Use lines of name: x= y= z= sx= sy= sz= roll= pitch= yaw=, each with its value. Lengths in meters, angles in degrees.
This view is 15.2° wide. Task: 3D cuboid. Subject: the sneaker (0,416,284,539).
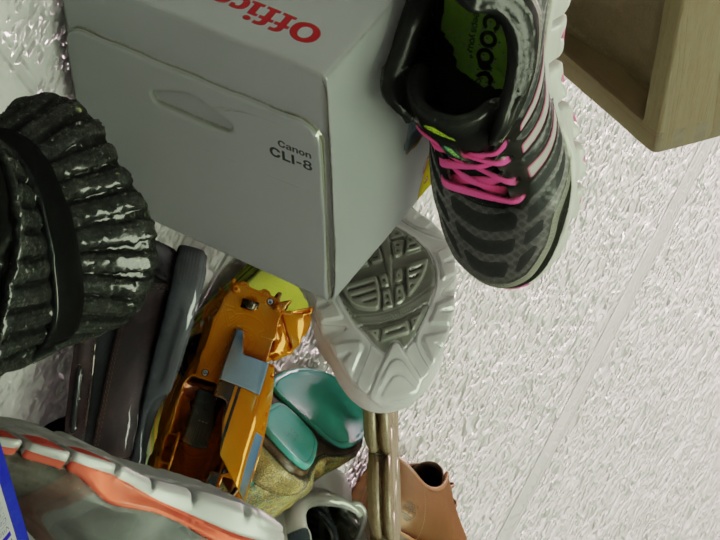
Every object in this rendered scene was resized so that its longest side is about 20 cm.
sneaker: x=-0.128 y=0.120 z=1.211 sx=0.199 sy=0.077 sz=0.082 roll=21 pitch=89 yaw=-25

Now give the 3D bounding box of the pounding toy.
pounding toy: x=0.188 y=-0.211 z=1.612 sx=0.142 sy=0.200 sz=0.185 roll=-15 pitch=130 yaw=-28

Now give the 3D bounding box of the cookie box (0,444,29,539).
cookie box: x=-0.207 y=0.070 z=0.973 sx=0.075 sy=0.171 sz=0.200 roll=-50 pitch=153 yaw=-29

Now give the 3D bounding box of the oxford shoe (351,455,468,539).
oxford shoe: x=0.047 y=0.167 z=1.789 sx=0.072 sy=0.071 sz=0.200 roll=-69 pitch=158 yaw=-10

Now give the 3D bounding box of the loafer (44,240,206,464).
loafer: x=-0.131 y=0.072 z=1.319 sx=0.072 sy=0.063 sz=0.201 roll=-95 pitch=-157 yaw=-69

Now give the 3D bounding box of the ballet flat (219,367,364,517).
ballet flat: x=-0.048 y=0.100 z=1.500 sx=0.200 sy=0.070 sz=0.071 roll=-34 pitch=144 yaw=-77

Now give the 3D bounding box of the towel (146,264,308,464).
towel: x=-0.076 y=0.042 z=1.455 sx=0.200 sy=0.018 sz=0.086 roll=-47 pitch=154 yaw=-41

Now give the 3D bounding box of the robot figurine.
robot figurine: x=-0.080 y=0.106 z=1.343 sx=0.145 sy=0.058 sz=0.201 roll=157 pitch=-50 yaw=-83

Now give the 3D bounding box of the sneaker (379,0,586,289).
sneaker: x=0.049 y=-0.069 z=1.168 sx=0.087 sy=0.074 sz=0.201 roll=-44 pitch=143 yaw=-44

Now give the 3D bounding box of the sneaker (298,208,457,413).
sneaker: x=0.000 y=0.000 z=1.400 sx=0.100 sy=0.078 sz=0.201 roll=99 pitch=-17 yaw=-51

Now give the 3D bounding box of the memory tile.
memory tile: x=0.012 y=0.105 z=1.563 sx=0.200 sy=0.017 sz=0.154 roll=-81 pitch=170 yaw=-76

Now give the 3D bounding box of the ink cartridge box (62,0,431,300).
ink cartridge box: x=-0.023 y=-0.118 z=1.244 sx=0.200 sy=0.145 sz=0.145 roll=-49 pitch=152 yaw=-35

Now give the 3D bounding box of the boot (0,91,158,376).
boot: x=-0.157 y=-0.050 z=1.051 sx=0.158 sy=0.079 sz=0.212 roll=-35 pitch=128 yaw=-50

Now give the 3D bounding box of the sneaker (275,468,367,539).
sneaker: x=-0.027 y=0.155 z=1.554 sx=0.200 sy=0.071 sz=0.073 roll=-34 pitch=117 yaw=-72
